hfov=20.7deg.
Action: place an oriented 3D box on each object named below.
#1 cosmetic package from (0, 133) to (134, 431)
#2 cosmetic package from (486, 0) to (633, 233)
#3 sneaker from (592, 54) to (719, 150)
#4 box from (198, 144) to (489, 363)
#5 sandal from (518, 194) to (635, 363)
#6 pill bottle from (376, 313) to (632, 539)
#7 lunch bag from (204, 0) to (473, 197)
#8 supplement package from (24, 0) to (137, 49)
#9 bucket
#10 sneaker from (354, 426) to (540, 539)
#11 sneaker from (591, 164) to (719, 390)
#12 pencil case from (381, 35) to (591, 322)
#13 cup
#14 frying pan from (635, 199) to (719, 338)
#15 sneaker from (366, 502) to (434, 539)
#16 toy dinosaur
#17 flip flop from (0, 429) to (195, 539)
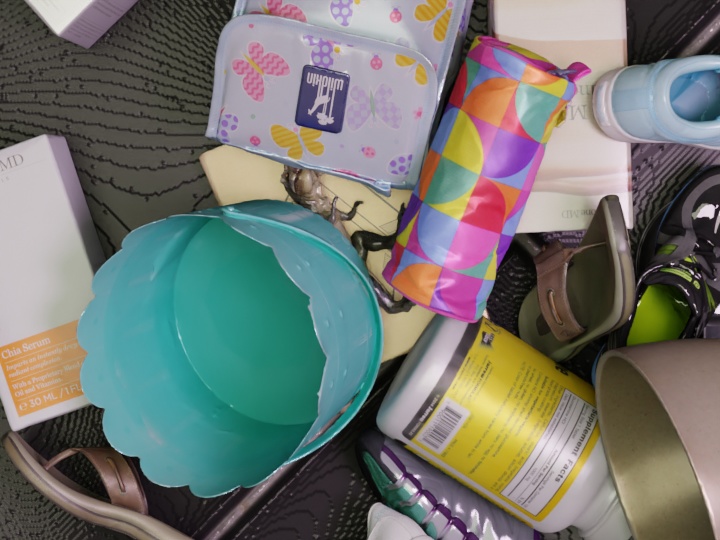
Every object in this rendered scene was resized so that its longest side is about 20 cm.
[{"bbox_3d":[-0.243,0.008,1.492,0.100,0.071,0.202,-19,91,3],"label":"cosmetic package"},{"bbox_3d":[0.146,-0.129,1.461,0.102,0.087,0.203,-4,93,2],"label":"cosmetic package"},{"bbox_3d":[0.265,-0.121,1.420,0.198,0.082,0.075,-11,99,-33],"label":"sneaker"},{"bbox_3d":[-0.012,-0.025,1.506,0.162,0.021,0.202,-22,92,3],"label":"box"},{"bbox_3d":[0.147,0.016,1.416,0.057,0.201,0.081,-1,64,-18],"label":"sandal"},{"bbox_3d":[0.121,0.119,1.449,0.199,0.112,0.113,33,93,-4],"label":"pill bottle"},{"bbox_3d":[-0.009,-0.169,1.433,0.168,0.127,0.202,17,83,6],"label":"lunch bag"},{"bbox_3d":[-0.179,-0.278,1.452,0.200,0.120,0.121,-43,89,4],"label":"supplement package"},{"bbox_3d":[-0.088,0.047,1.424,0.205,0.135,0.210,6,105,22],"label":"bucket"},{"bbox_3d":[0.083,0.182,1.499,0.087,0.074,0.200,-42,94,-19],"label":"sneaker"},{"bbox_3d":[0.235,0.011,1.428,0.070,0.083,0.201,31,71,1],"label":"sneaker"},{"bbox_3d":[0.087,-0.065,1.386,0.088,0.088,0.202,24,100,1],"label":"pencil case"},{"bbox_3d":[0.260,0.126,1.315,0.142,0.200,0.202,-19,92,-10],"label":"cup"},{"bbox_3d":[0.252,0.032,1.496,0.114,0.031,0.192,22,90,2],"label":"frying pan"},{"bbox_3d":[0.005,0.270,1.500,0.088,0.075,0.202,41,118,39],"label":"sneaker"},{"bbox_3d":[0.000,0.000,1.473,0.087,0.047,0.202,-13,93,19],"label":"toy dinosaur"},{"bbox_3d":[-0.181,0.168,1.496,0.199,0.081,0.058,27,86,-2],"label":"flip flop"}]
